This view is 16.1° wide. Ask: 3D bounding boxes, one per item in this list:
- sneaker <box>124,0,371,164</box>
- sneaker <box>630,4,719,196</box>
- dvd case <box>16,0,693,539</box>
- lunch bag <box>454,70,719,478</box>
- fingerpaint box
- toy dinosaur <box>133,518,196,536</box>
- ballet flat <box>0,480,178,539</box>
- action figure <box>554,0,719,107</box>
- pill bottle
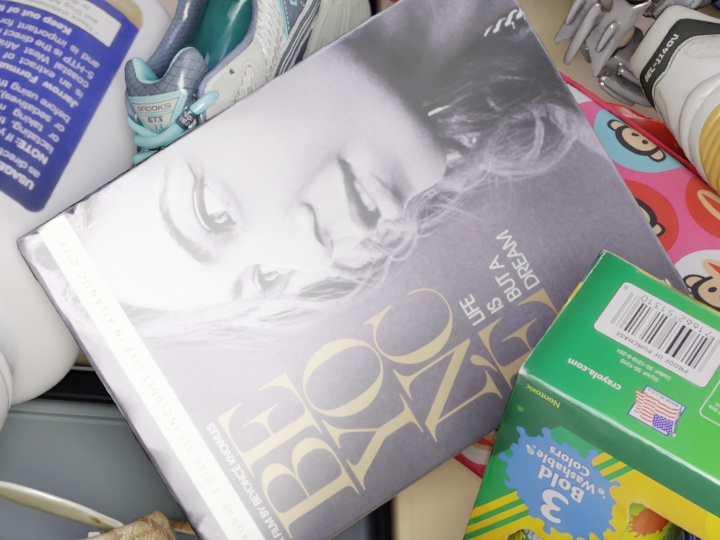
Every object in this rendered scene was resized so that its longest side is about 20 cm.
[{"bbox_3d":[-0.060,-0.039,0.943,0.077,0.086,0.202,-4,68,34],"label":"sneaker"},{"bbox_3d":[0.192,-0.071,1.057,0.199,0.076,0.088,11,32,-48],"label":"sneaker"},{"bbox_3d":[0.000,0.000,0.906,0.199,0.016,0.149,-32,95,-8],"label":"dvd case"},{"bbox_3d":[0.074,-0.009,1.018,0.200,0.082,0.176,40,53,22],"label":"lunch bag"},{"bbox_3d":[0.135,0.114,0.870,0.199,0.167,0.073,30,49,13],"label":"fingerpaint box"},{"bbox_3d":[-0.005,0.145,0.887,0.105,0.061,0.201,-8,52,-15],"label":"toy dinosaur"},{"bbox_3d":[-0.155,0.104,0.883,0.198,0.071,0.066,5,72,-18],"label":"ballet flat"},{"bbox_3d":[0.152,-0.133,1.085,0.070,0.130,0.200,52,26,9],"label":"action figure"},{"bbox_3d":[-0.146,-0.019,0.959,0.119,0.120,0.201,18,49,5],"label":"pill bottle"}]
